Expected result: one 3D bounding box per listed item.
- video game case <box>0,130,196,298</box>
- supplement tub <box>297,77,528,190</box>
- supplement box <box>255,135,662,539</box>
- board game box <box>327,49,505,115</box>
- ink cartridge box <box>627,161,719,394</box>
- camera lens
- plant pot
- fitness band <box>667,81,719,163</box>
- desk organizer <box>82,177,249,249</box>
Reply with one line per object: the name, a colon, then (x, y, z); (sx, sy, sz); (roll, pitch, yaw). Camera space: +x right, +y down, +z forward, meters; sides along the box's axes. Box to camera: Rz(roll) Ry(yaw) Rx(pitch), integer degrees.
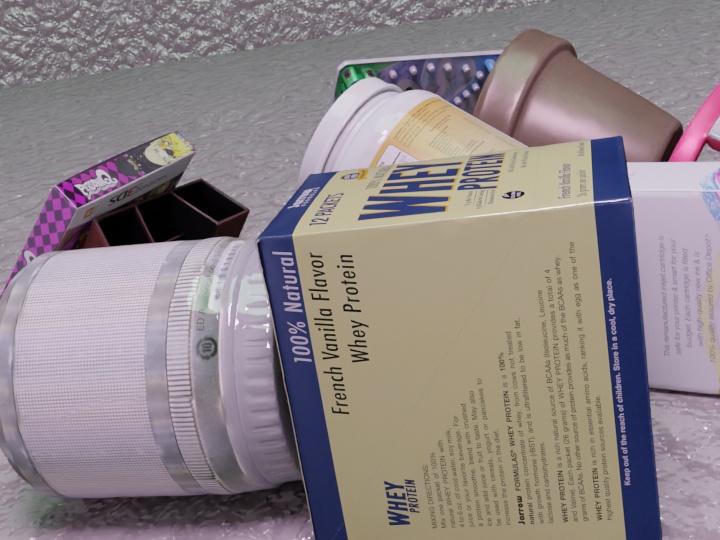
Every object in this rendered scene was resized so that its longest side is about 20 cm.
video game case: (-0.259, -0.031, 1.070); (0.036, 0.201, 0.181); (42, 35, 7)
supplement tub: (0.064, -0.049, 0.851); (0.198, 0.146, 0.144); (32, 37, 21)
supplement box: (0.065, 0.044, 0.650); (0.196, 0.204, 0.134); (-6, 18, 13)
board game box: (0.055, -0.135, 1.154); (0.197, 0.202, 0.026); (-8, 50, -21)
ink cartridge box: (0.251, 0.004, 0.757); (0.197, 0.147, 0.084); (3, 22, 30)
camera lens: (-0.128, 0.063, 0.724); (0.196, 0.163, 0.160); (-4, 20, 15)
plant pot: (0.216, -0.115, 1.085); (0.172, 0.203, 0.200); (20, 31, 23)
fitness band: (0.301, -0.096, 0.933); (0.037, 0.145, 0.200); (30, 59, 24)
desk organizer: (-0.189, -0.022, 1.070); (0.071, 0.078, 0.200); (31, 24, 11)
